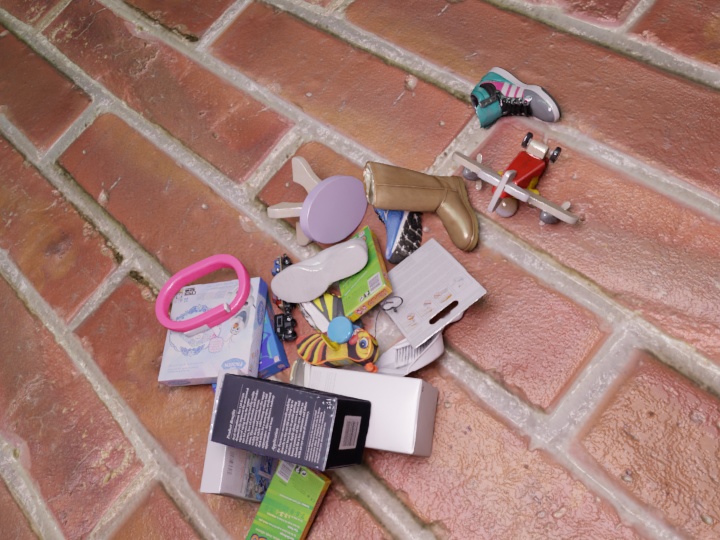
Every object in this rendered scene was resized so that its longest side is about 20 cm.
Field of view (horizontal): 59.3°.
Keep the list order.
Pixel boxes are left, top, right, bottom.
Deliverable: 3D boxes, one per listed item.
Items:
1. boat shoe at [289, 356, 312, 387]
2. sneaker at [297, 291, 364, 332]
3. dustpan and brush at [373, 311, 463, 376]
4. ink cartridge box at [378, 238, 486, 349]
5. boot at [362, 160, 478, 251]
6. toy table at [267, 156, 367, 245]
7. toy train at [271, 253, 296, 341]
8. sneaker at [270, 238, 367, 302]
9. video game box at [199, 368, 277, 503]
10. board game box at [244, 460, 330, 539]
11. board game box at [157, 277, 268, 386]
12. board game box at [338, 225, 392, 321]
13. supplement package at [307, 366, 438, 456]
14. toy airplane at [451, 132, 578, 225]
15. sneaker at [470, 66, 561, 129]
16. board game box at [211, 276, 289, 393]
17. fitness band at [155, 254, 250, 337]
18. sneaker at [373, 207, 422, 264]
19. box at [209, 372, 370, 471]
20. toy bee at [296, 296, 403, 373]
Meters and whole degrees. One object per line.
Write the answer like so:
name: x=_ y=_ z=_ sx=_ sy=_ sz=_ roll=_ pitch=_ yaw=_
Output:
boat shoe: x=-0.103 y=0.254 z=1.151 sx=0.060 sy=0.072 sz=0.203 roll=-7 pitch=69 yaw=41
sneaker: x=-0.065 y=0.075 z=1.230 sx=0.084 sy=0.075 sz=0.200 roll=-29 pitch=59 yaw=-15
dustpan and brush: x=0.119 y=0.121 z=1.122 sx=0.199 sy=0.139 sz=0.058 roll=-21 pitch=93 yaw=-24
ink cartridge box: x=0.123 y=0.045 z=1.142 sx=0.162 sy=0.050 sz=0.200 roll=-38 pitch=41 yaw=0
boot: x=0.110 y=-0.118 z=1.185 sx=0.198 sy=0.066 sz=0.176 roll=4 pitch=54 yaw=-24
toy table: x=-0.087 y=-0.132 z=1.275 sx=0.116 sy=0.199 sz=0.185 roll=13 pitch=104 yaw=33
toy train: x=-0.157 y=0.052 z=1.277 sx=0.045 sy=0.034 sz=0.201 roll=-12 pitch=56 yaw=10
sneaker: x=-0.074 y=-0.005 z=1.200 sx=0.199 sy=0.076 sz=0.089 roll=-22 pitch=22 yaw=13
video game box: x=-0.199 y=0.293 z=1.102 sx=0.046 sy=0.182 sz=0.202 roll=-6 pitch=63 yaw=22
board game box: x=-0.130 y=0.420 z=1.076 sx=0.095 sy=0.030 sz=0.201 roll=27 pitch=94 yaw=29
board game box: x=-0.288 y=0.121 z=1.245 sx=0.198 sy=0.043 sz=0.200 roll=-7 pitch=61 yaw=18
board game box: x=0.000 y=0.000 z=1.203 sx=0.095 sy=0.030 sz=0.201 roll=-38 pitch=36 yaw=18
supplement package: x=0.018 y=0.240 z=1.074 sx=0.198 sy=0.121 sz=0.121 roll=3 pitch=73 yaw=22
toy airplane: x=0.279 y=-0.150 z=1.158 sx=0.197 sy=0.142 sz=0.201 roll=1 pitch=46 yaw=-14
sneaker: x=0.292 y=-0.327 z=1.268 sx=0.121 sy=0.084 sz=0.200 roll=-40 pitch=51 yaw=-7
board game box: x=-0.241 y=0.133 z=1.274 sx=0.151 sy=0.045 sz=0.201 roll=-27 pitch=58 yaw=7
fitness band: x=-0.312 y=0.047 z=1.247 sx=0.199 sy=0.037 sz=0.144 roll=-24 pitch=56 yaw=7
sneaker: x=0.072 y=-0.101 z=1.260 sx=0.089 sy=0.079 sz=0.201 roll=-7 pitch=57 yaw=30
box: x=-0.105 y=0.231 z=0.975 sx=0.198 sy=0.148 sz=0.105 roll=7 pitch=80 yaw=24
toy bee: x=-0.017 y=0.131 z=1.081 sx=0.200 sy=0.130 sz=0.109 roll=-37 pitch=53 yaw=33
